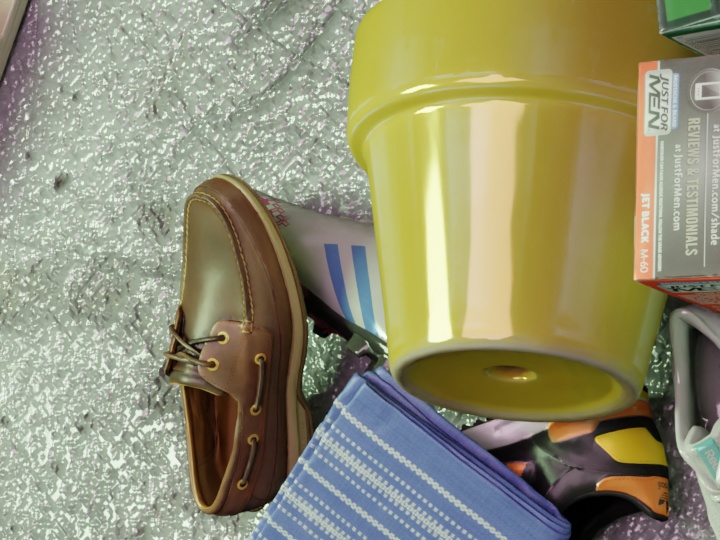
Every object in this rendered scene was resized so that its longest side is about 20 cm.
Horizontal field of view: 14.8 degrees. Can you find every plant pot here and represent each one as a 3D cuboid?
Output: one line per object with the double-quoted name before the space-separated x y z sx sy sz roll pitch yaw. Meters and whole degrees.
"plant pot" 0.086 -0.029 1.441 0.201 0.201 0.189 -5 68 30

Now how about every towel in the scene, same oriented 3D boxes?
"towel" 0.012 0.162 1.512 0.145 0.024 0.200 38 121 8

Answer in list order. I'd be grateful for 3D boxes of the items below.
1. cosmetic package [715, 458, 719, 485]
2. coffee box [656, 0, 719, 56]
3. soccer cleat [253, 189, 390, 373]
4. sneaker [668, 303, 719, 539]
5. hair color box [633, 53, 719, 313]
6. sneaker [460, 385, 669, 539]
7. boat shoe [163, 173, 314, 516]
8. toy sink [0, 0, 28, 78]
"cosmetic package" 0.282 0.029 1.329 0.123 0.200 0.199 11 86 34
"coffee box" 0.208 -0.156 1.411 0.044 0.200 0.123 -12 76 32
"soccer cleat" 0.000 0.000 1.591 0.086 0.070 0.200 -44 57 -10
"sneaker" 0.198 0.110 1.428 0.075 0.088 0.200 -27 68 22
"hair color box" 0.206 -0.032 1.386 0.064 0.200 0.111 -3 78 30
"sneaker" 0.075 0.132 1.507 0.200 0.070 0.090 -26 65 22
"boat shoe" -0.073 0.047 1.564 0.072 0.068 0.200 17 121 48
"toy sink" -0.314 -0.132 1.769 0.130 0.112 0.200 22 92 32
